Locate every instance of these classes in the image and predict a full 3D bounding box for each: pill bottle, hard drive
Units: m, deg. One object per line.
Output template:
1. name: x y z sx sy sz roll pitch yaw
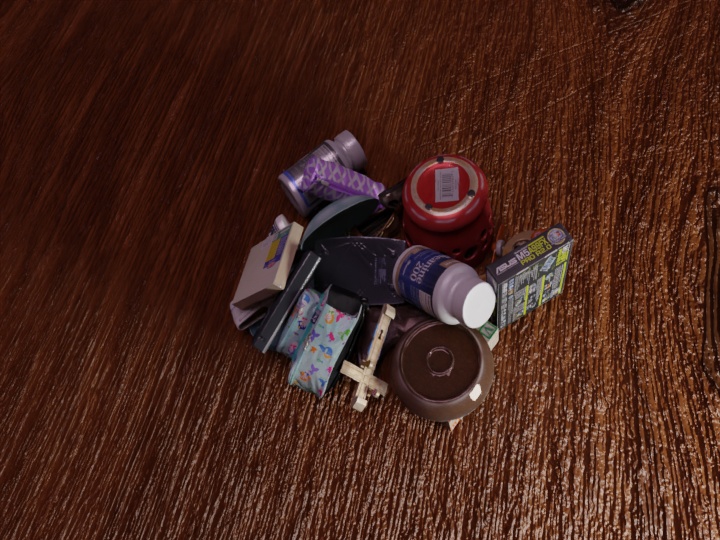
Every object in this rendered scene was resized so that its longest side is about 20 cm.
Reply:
1. pill bottle: 0.155 0.032 1.123 0.111 0.112 0.198 -44 36 -13
2. hard drive: -0.144 0.054 1.154 0.032 0.139 0.204 31 86 -7
3. pill bottle: -0.086 -0.230 1.407 0.198 0.115 0.114 -38 59 -9
4. hard drive: 0.000 0.000 1.245 0.192 0.042 0.141 1 91 13

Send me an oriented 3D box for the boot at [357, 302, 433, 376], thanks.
1. boot: 0.091 0.143 1.191 0.192 0.065 0.192 -8 62 4

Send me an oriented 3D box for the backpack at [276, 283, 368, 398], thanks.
1. backpack: -0.079 0.132 1.149 0.146 0.178 0.207 19 94 -3

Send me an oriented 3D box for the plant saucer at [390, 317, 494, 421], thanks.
1. plant saucer: 0.147 0.171 1.103 0.193 0.035 0.207 -6 60 11

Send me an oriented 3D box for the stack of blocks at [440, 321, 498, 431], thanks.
1. stack of blocks: 0.185 0.183 1.141 0.114 0.059 0.201 32 73 27

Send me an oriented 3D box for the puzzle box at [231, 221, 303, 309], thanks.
1. puzzle box: -0.186 -0.006 1.184 0.198 0.025 0.137 -22 46 53

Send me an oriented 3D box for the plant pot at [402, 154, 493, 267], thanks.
1. plant pot: 0.176 -0.121 1.244 0.193 0.184 0.207 -7 59 12

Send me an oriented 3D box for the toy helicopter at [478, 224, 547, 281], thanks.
1. toy helicopter: 0.295 -0.019 1.214 0.198 0.080 0.132 -36 42 -17

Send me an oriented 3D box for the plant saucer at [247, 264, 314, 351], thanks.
1. plant saucer: -0.151 0.084 1.300 0.193 0.028 0.207 -6 61 11

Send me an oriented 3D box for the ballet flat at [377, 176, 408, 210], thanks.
1. ballet flat: 0.108 -0.183 1.339 0.066 0.047 0.199 -20 12 44

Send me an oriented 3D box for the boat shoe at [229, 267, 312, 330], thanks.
1. boat shoe: -0.181 0.070 1.255 0.197 0.075 0.088 -26 64 7

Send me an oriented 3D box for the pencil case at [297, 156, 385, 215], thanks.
1. pencil case: -0.038 -0.186 1.330 0.085 0.194 0.087 23 97 63

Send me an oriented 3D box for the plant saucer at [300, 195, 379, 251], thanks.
1. plant saucer: -0.052 -0.110 1.278 0.197 0.201 0.039 -32 81 -5

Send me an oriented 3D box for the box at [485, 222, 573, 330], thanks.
1. box: 0.310 0.018 1.119 0.157 0.202 0.045 -30 59 -5

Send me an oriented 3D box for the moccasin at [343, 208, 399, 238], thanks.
1. moccasin: 0.000 -0.068 1.316 0.197 0.078 0.075 -30 58 -4

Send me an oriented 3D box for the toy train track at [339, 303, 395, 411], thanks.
1. toy train track: 0.029 0.160 1.116 0.032 0.113 0.206 -7 58 53

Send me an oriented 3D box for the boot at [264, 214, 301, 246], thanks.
1. boot: -0.178 -0.057 1.296 0.089 0.200 0.074 -32 82 -2
